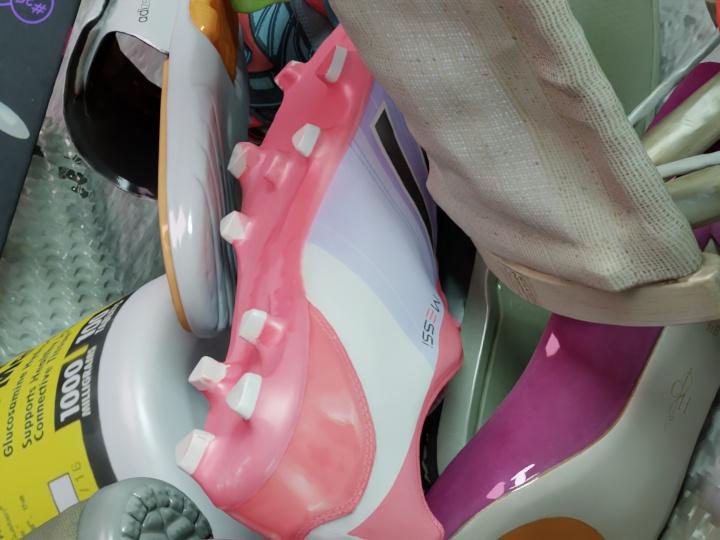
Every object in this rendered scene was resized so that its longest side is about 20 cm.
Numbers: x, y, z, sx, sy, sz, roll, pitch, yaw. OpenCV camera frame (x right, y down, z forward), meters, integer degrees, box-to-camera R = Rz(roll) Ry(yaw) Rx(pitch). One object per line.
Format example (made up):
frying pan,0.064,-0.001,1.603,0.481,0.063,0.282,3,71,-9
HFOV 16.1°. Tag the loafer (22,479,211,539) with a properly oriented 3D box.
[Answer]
loafer,-0.072,0.165,0.754,0.069,0.075,0.202,-10,80,31

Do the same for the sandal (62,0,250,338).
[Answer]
sandal,-0.071,-0.053,0.832,0.059,0.080,0.207,-7,34,4

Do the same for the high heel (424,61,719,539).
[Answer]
high heel,0.060,0.027,0.744,0.200,0.067,0.096,-46,45,11

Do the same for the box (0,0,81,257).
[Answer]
box,-0.180,-0.069,0.934,0.106,0.121,0.202,178,110,-73

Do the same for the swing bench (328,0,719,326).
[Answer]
swing bench,0.075,-0.108,0.647,0.199,0.199,0.130,-29,33,8

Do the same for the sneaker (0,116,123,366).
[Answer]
sneaker,-0.152,0.021,1.049,0.100,0.069,0.201,-51,31,26

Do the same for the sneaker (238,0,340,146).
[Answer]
sneaker,-0.010,-0.080,0.941,0.096,0.079,0.200,-65,24,17

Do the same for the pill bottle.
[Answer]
pill bottle,-0.098,0.082,0.879,0.199,0.112,0.113,-28,45,39

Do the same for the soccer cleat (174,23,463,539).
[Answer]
soccer cleat,0.000,0.000,0.745,0.067,0.076,0.201,-41,26,40

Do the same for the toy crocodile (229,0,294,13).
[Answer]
toy crocodile,0.047,-0.129,0.834,0.199,0.068,0.062,-18,52,-6

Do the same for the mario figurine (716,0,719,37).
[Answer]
mario figurine,0.170,-0.045,0.541,0.199,0.124,0.106,23,54,26

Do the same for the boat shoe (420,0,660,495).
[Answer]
boat shoe,0.042,-0.020,0.808,0.066,0.074,0.201,2,76,41

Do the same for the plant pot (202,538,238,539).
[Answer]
plant pot,0.007,0.161,0.630,0.178,0.200,0.201,-11,55,30
